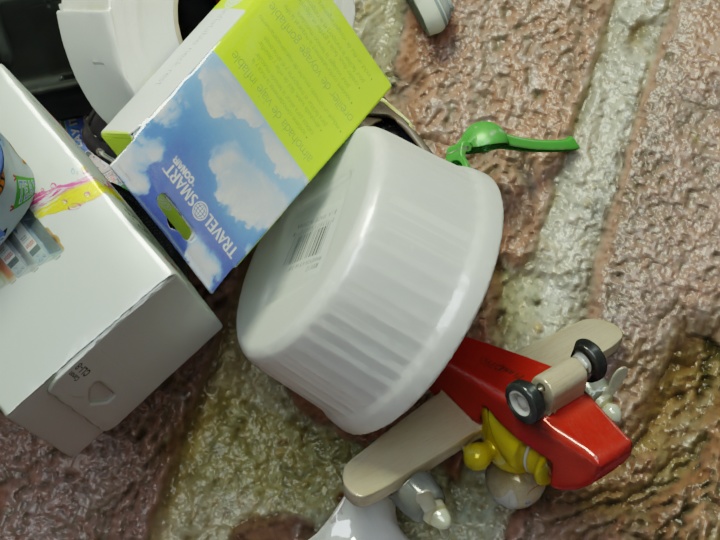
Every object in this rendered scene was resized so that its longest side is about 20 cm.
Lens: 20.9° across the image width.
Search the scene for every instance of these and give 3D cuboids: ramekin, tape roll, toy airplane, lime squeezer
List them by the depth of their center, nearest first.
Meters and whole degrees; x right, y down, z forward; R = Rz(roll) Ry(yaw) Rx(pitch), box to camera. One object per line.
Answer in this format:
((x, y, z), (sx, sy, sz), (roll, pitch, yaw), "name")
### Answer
((0.000, 0.000, 1.322), (0.097, 0.200, 0.201), (30, 78, -21), "ramekin")
((-0.102, -0.176, 1.328), (0.071, 0.202, 0.203), (11, 71, 51), "tape roll")
((0.091, 0.103, 1.376), (0.198, 0.199, 0.142), (-8, 117, 9), "toy airplane")
((0.084, -0.063, 1.419), (0.038, 0.071, 0.200), (2, 37, 43), "lime squeezer")

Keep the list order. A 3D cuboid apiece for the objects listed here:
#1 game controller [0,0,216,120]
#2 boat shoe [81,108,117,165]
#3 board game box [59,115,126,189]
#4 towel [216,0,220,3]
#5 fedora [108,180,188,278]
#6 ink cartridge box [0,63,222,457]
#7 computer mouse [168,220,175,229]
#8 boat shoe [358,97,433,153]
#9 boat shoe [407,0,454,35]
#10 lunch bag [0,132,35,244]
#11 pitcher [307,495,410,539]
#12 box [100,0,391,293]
((-0.190, -0.167, 1.425), (0.199, 0.042, 0.105), (-8, 107, 24), "game controller")
((-0.113, -0.066, 1.418), (0.200, 0.073, 0.063), (35, 123, -19), "boat shoe")
((-0.255, -0.133, 1.504), (0.134, 0.029, 0.201), (-15, 76, 0), "board game box")
((-0.119, -0.247, 1.405), (0.200, 0.023, 0.144), (39, 107, -18), "towel")
((-0.215, 0.026, 1.429), (0.199, 0.092, 0.202), (-3, 74, 9), "fedora")
((-0.216, -0.003, 1.310), (0.144, 0.145, 0.200), (-40, 72, -3), "ink cartridge box")
((-0.110, -0.108, 1.476), (0.138, 0.053, 0.201), (19, 75, -14), "computer mouse")
((0.003, -0.098, 1.445), (0.072, 0.060, 0.200), (-42, 90, -10), "boat shoe")
((0.046, -0.281, 1.502), (0.071, 0.070, 0.202), (-18, 73, 3), "boat shoe")
((-0.313, -0.057, 1.230), (0.200, 0.076, 0.160), (40, 88, 21), "lunch bag")
((0.013, 0.266, 1.353), (0.171, 0.121, 0.200), (-40, 66, 7), "pitcher")
((-0.079, -0.099, 1.281), (0.200, 0.048, 0.122), (-50, 122, -22), "box")
